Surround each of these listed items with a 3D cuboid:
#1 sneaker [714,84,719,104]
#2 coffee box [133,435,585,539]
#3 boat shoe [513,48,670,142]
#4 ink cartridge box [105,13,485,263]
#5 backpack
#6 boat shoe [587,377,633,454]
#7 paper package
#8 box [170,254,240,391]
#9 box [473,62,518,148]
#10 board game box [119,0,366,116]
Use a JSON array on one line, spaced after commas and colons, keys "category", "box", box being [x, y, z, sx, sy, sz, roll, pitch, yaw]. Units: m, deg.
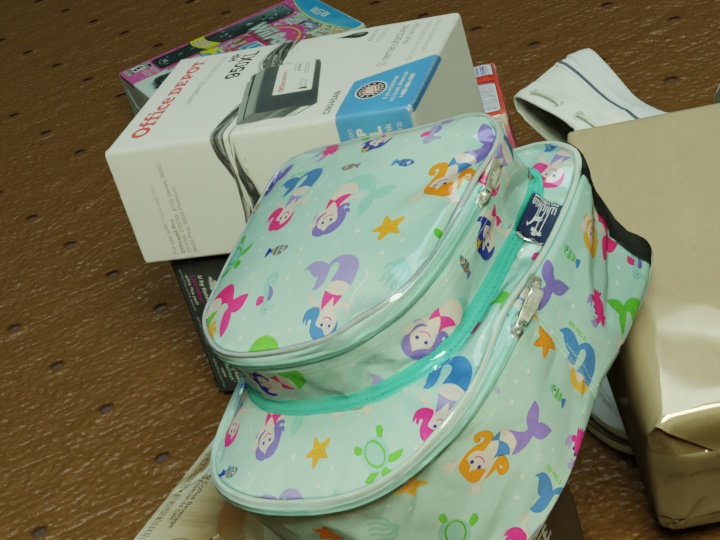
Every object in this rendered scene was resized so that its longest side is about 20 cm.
[{"category": "sneaker", "box": [0.288, -0.083, 1.008, 0.082, 0.077, 0.200, -33, 30, -14]}, {"category": "coffee box", "box": [-0.002, 0.145, 0.756, 0.199, 0.080, 0.114, 1, 35, 31]}, {"category": "boat shoe", "box": [0.159, -0.069, 0.956, 0.067, 0.074, 0.200, -28, 34, -2]}, {"category": "ink cartridge box", "box": [-0.036, -0.082, 0.950, 0.199, 0.084, 0.145, -7, 29, 20]}, {"category": "backpack", "box": [0.021, 0.036, 0.684, 0.177, 0.151, 0.200, -7, 51, 44]}, {"category": "boat shoe", "box": [0.148, 0.031, 0.886, 0.074, 0.069, 0.200, -17, 28, 2]}, {"category": "paper package", "box": [0.213, 0.013, 0.773, 0.190, 0.104, 0.200, -10, 49, 0]}, {"category": "box", "box": [0.000, 0.000, 0.985, 0.199, 0.106, 0.122, -4, 31, 24]}, {"category": "box", "box": [0.017, -0.068, 1.107, 0.199, 0.096, 0.100, -14, 28, 6]}, {"category": "board game box", "box": [-0.105, -0.179, 1.410, 0.200, 0.064, 0.148, -25, 29, -16]}]
